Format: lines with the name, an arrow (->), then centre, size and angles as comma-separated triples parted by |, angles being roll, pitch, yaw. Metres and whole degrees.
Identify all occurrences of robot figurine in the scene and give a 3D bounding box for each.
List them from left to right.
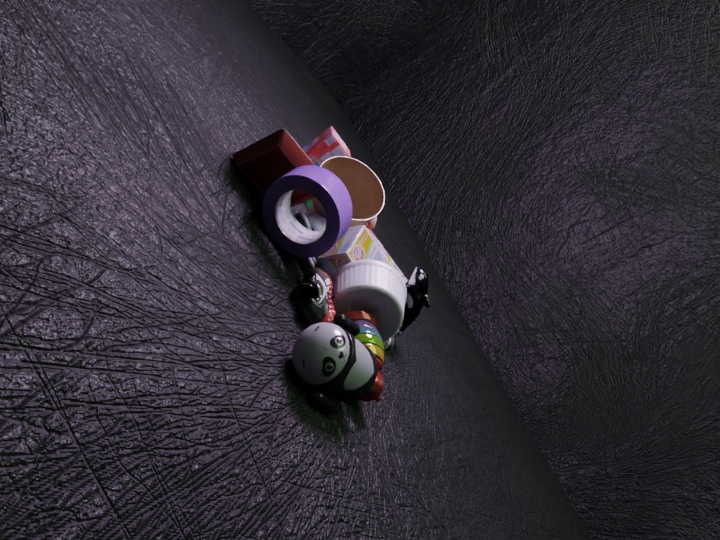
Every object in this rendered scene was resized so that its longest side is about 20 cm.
robot figurine -> -0.043, 0.179, 1.138 | 0.200, 0.124, 0.151 | 43, 16, -46

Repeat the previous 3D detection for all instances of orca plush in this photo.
orca plush -> 0.161, 0.095, 1.695 | 0.071, 0.201, 0.105 | 19, -13, 36

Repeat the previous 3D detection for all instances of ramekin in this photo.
ramekin -> 0.014, 0.083, 1.424 | 0.201, 0.199, 0.098 | 50, 22, -25

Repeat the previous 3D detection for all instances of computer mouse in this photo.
computer mouse -> -0.082, -0.058, 1.541 | 0.109, 0.044, 0.202 | -30, 98, -42

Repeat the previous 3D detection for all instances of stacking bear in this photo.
stacking bear -> 0.001, 0.197, 1.308 | 0.121, 0.113, 0.201 | 45, 22, -40

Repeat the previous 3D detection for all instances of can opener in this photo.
can opener -> -0.135, -0.052, 1.491 | 0.201, 0.066, 0.053 | 65, 19, 11

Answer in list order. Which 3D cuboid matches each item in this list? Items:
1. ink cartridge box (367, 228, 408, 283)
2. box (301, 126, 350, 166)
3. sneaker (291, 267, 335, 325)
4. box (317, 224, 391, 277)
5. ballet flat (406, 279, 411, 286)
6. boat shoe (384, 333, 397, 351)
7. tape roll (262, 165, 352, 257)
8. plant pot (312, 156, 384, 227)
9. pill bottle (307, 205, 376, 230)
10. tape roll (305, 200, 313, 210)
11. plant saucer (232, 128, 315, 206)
ink cartridge box -> 0.046, -0.022, 1.722 | 0.201, 0.085, 0.148 | 52, 7, 3
box -> -0.137, -0.341, 1.846 | 0.103, 0.199, 0.095 | 49, 15, -24
sneaker -> -0.108, 0.045, 1.334 | 0.098, 0.070, 0.201 | 50, 16, -33
box -> 0.000, 0.000, 1.513 | 0.201, 0.101, 0.113 | 56, 47, -27
ballet flat -> 0.142, 0.125, 1.779 | 0.063, 0.202, 0.067 | 21, 1, -3
boat shoe -> 0.068, 0.169, 1.680 | 0.062, 0.075, 0.200 | 37, 11, -24
tape roll -> -0.124, -0.138, 1.392 | 0.201, 0.199, 0.085 | 54, 30, -9
plant pot -> -0.052, -0.189, 1.618 | 0.198, 0.134, 0.202 | 14, 57, -22
pill bottle -> -0.055, -0.156, 1.762 | 0.199, 0.110, 0.110 | -11, 65, -43
tape roll -> -0.097, -0.162, 1.904 | 0.201, 0.048, 0.201 | 53, 13, -18
plant saucer -> -0.199, -0.233, 1.466 | 0.200, 0.199, 0.037 | 49, 45, -30
